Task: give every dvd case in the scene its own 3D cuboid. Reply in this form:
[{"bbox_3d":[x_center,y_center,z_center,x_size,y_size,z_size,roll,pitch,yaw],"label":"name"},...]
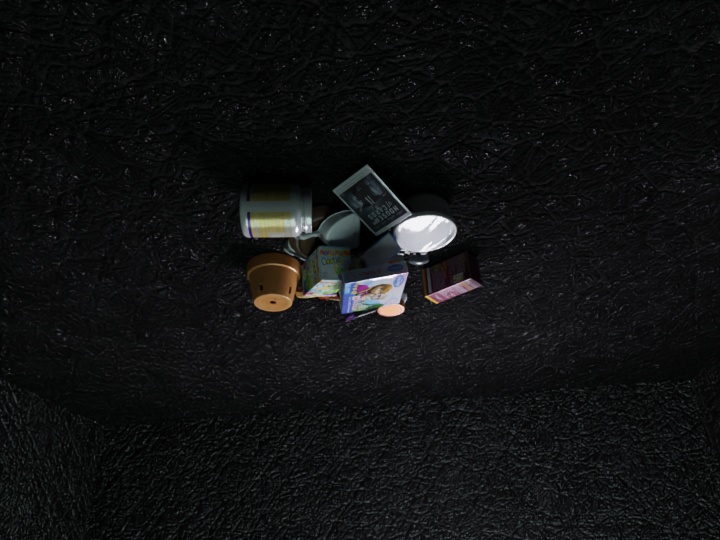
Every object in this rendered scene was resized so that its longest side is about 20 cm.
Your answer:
[{"bbox_3d":[0.035,-0.200,1.531,0.148,0.025,0.200,-28,119,37],"label":"dvd case"}]

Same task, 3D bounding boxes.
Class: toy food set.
[{"bbox_3d":[-0.133,0.080,1.976,0.190,0.051,0.200,4,178,10],"label":"toy food set"}]

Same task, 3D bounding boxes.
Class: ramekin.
[{"bbox_3d":[0.191,-0.148,1.636,0.194,0.097,0.204,-2,150,-1],"label":"ramekin"}]

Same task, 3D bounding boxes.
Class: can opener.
[{"bbox_3d":[0.139,-0.059,1.816,0.192,0.069,0.054,2,150,-10],"label":"can opener"}]

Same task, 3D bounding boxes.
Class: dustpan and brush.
[{"bbox_3d":[-0.099,-0.112,1.619,0.194,0.058,0.143,-18,136,-20],"label":"dustpan and brush"}]

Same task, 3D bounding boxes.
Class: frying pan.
[{"bbox_3d":[0.032,-0.115,1.711,0.031,0.115,0.191,40,94,-12],"label":"frying pan"}]

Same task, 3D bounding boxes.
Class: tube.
[{"bbox_3d":[0.021,0.040,1.715,0.051,0.059,0.201,-35,127,7],"label":"tube"}]

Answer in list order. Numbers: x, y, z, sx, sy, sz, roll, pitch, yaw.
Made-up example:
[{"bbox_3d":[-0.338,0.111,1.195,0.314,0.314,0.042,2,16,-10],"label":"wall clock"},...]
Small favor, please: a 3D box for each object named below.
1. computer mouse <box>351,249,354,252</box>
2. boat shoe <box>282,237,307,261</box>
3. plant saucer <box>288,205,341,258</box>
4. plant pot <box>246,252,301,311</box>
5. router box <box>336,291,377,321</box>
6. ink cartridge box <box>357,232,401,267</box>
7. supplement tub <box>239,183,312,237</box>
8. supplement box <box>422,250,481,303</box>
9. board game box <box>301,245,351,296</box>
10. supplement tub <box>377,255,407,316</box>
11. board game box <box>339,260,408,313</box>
[{"bbox_3d":[-0.068,-0.027,1.838,0.043,0.112,0.200,28,153,-5],"label":"computer mouse"},{"bbox_3d":[-0.167,-0.068,1.772,0.197,0.078,0.059,26,160,-36],"label":"boat shoe"},{"bbox_3d":[-0.125,-0.108,1.666,0.194,0.035,0.204,-14,135,-14],"label":"plant saucer"},{"bbox_3d":[-0.306,0.050,1.890,0.192,0.145,0.202,-2,151,-1],"label":"plant pot"},{"bbox_3d":[-0.006,0.082,1.887,0.050,0.154,0.198,-23,173,31],"label":"router box"},{"bbox_3d":[0.054,-0.050,1.691,0.115,0.068,0.200,-42,-176,-4],"label":"ink cartridge box"},{"bbox_3d":[-0.233,-0.168,1.507,0.192,0.150,0.147,0,151,-4],"label":"supplement tub"},{"bbox_3d":[0.327,0.026,1.939,0.196,0.114,0.085,-25,145,34],"label":"supplement box"},{"bbox_3d":[-0.108,0.006,1.670,0.101,0.107,0.200,1,163,-22],"label":"board game box"},{"bbox_3d":[0.098,0.044,1.854,0.118,0.206,0.124,-3,152,-1],"label":"supplement tub"},{"bbox_3d":[0.036,0.054,1.618,0.192,0.042,0.202,-10,152,-10],"label":"board game box"}]
